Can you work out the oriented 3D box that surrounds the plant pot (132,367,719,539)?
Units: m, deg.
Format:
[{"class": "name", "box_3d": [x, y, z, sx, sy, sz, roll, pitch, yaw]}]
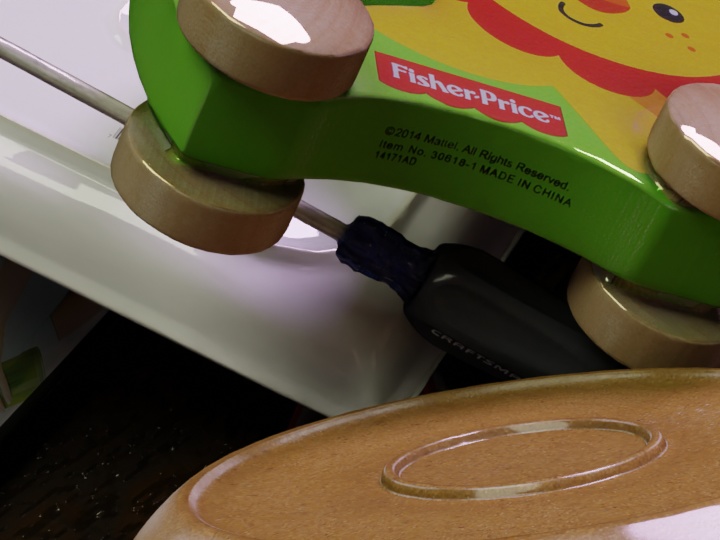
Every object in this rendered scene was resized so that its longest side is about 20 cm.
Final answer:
[{"class": "plant pot", "box_3d": [0.038, 0.052, 0.672, 0.199, 0.028, 0.200, -8, 8, 1]}]

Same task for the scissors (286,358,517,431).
[{"class": "scissors", "box_3d": [0.000, 0.000, 0.859, 0.073, 0.014, 0.200, -24, 35, 4]}]

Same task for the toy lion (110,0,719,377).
[{"class": "toy lion", "box_3d": [0.035, -0.064, 0.797, 0.199, 0.069, 0.192, 15, 33, -16]}]

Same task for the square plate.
[{"class": "square plate", "box_3d": [-0.036, -0.063, 0.851, 0.199, 0.029, 0.198, 26, 46, 12]}]

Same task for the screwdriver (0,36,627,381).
[{"class": "screwdriver", "box_3d": [-0.019, -0.016, 0.764, 0.028, 0.199, 0.029, -60, 11, 8]}]

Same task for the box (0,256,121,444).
[{"class": "box", "box_3d": [-0.146, 0.015, 0.875, 0.116, 0.060, 0.200, 8, 46, 45]}]
